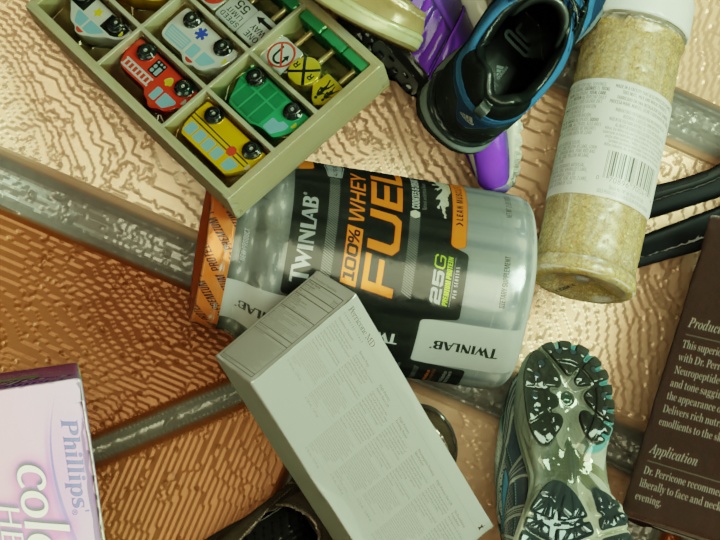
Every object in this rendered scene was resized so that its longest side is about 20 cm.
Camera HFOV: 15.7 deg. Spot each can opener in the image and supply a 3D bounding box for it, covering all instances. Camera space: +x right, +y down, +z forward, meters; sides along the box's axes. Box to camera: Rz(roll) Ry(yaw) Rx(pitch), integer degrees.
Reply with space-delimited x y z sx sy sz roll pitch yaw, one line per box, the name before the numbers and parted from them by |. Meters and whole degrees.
can opener | 0.220 -0.041 1.649 0.200 0.079 0.064 -25 86 4

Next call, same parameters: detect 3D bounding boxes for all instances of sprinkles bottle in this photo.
sprinkles bottle | 0.156 -0.082 1.617 0.068 0.068 0.201 16 73 -7

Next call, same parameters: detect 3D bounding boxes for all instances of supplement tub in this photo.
supplement tub | 0.000 0.000 1.593 0.199 0.123 0.123 8 89 -7

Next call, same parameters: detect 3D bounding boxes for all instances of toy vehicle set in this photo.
toy vehicle set | -0.093 -0.136 1.575 0.124 0.027 0.200 -42 63 -10

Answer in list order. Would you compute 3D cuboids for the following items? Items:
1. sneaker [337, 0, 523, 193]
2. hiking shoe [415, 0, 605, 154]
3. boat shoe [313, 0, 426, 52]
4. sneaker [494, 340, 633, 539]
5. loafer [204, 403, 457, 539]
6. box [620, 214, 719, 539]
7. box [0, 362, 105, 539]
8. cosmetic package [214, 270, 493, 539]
sneaker | 0.037 -0.137 1.630 0.099 0.070 0.201 -16 87 -1
hiking shoe | 0.114 -0.155 1.561 0.074 0.087 0.200 35 70 -14
boat shoe | -0.027 -0.208 1.581 0.201 0.073 0.063 44 101 28
sneaker | 0.119 0.150 1.610 0.077 0.086 0.201 10 68 -14
loafer | -0.021 0.157 1.616 0.200 0.071 0.073 -38 94 -6
box | 0.292 0.090 1.582 0.164 0.166 0.201 20 87 -35
box | -0.199 0.151 1.530 0.096 0.200 0.177 -8 92 -7
cosmetic package | -0.002 0.102 1.544 0.082 0.051 0.200 -38 124 -13
